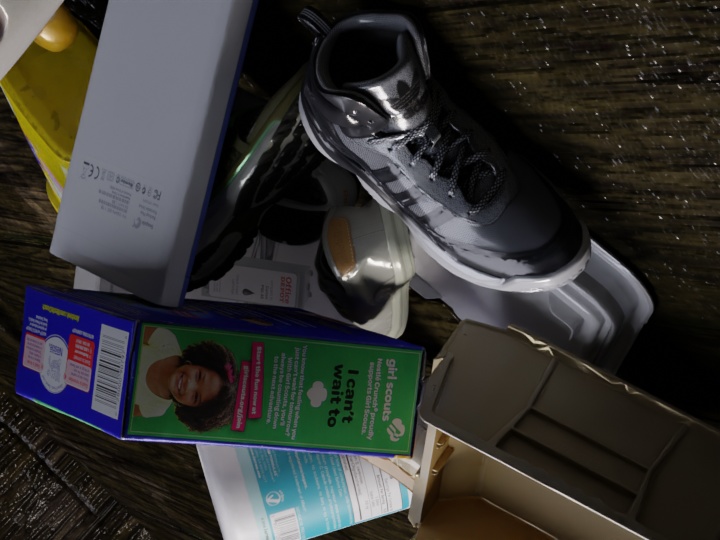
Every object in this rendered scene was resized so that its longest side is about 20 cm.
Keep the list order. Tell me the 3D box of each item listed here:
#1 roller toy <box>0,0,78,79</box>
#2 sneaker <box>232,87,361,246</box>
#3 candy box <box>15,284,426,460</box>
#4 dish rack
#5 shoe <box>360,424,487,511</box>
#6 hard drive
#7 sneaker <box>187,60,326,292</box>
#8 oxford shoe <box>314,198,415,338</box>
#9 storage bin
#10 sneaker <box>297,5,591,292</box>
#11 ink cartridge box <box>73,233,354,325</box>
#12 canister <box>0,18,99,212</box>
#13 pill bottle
[{"bbox_3d":[-0.284,-0.213,1.436,0.200,0.140,0.182,38,175,4],"label":"roller toy"},{"bbox_3d":[-0.086,-0.085,1.407,0.200,0.080,0.074,36,119,16],"label":"sneaker"},{"bbox_3d":[-0.088,0.061,1.333,0.200,0.077,0.169,5,-176,-31],"label":"candy box"},{"bbox_3d":[0.088,0.006,1.318,0.172,0.044,0.200,38,165,10],"label":"dish rack"},{"bbox_3d":[0.034,0.118,1.481,0.200,0.053,0.070,40,-174,16],"label":"shoe"},{"bbox_3d":[-0.126,-0.091,1.316,0.025,0.201,0.132,9,-171,-40],"label":"hard drive"},{"bbox_3d":[-0.086,-0.073,1.322,0.089,0.200,0.077,51,-148,15],"label":"sneaker"},{"bbox_3d":[0.000,0.000,1.367,0.200,0.058,0.075,91,165,-76],"label":"oxford shoe"},{"bbox_3d":[0.120,0.151,1.311,0.198,0.094,0.200,27,145,16],"label":"storage bin"},{"bbox_3d":[0.038,-0.069,1.172,0.200,0.076,0.114,38,167,21],"label":"sneaker"},{"bbox_3d":[-0.100,0.018,1.553,0.199,0.083,0.146,8,170,-14],"label":"ink cartridge box"},{"bbox_3d":[-0.197,-0.085,1.640,0.149,0.086,0.200,51,168,28],"label":"canister"},{"bbox_3d":[-0.017,0.135,1.611,0.111,0.199,0.111,164,90,-83],"label":"pill bottle"}]
